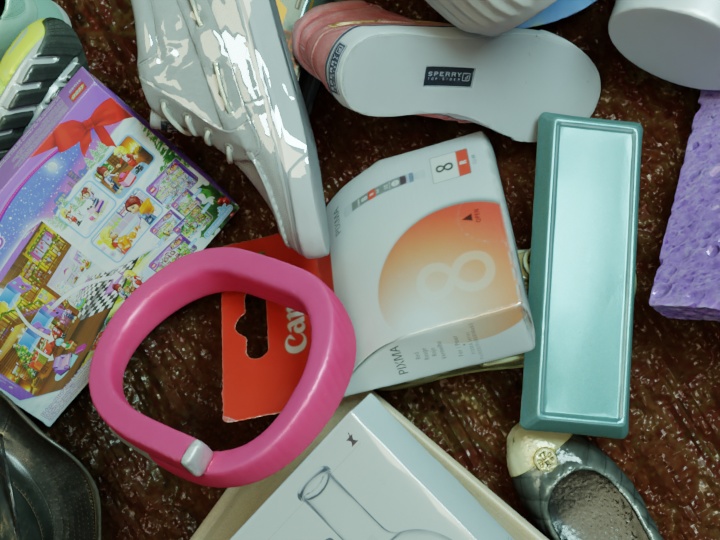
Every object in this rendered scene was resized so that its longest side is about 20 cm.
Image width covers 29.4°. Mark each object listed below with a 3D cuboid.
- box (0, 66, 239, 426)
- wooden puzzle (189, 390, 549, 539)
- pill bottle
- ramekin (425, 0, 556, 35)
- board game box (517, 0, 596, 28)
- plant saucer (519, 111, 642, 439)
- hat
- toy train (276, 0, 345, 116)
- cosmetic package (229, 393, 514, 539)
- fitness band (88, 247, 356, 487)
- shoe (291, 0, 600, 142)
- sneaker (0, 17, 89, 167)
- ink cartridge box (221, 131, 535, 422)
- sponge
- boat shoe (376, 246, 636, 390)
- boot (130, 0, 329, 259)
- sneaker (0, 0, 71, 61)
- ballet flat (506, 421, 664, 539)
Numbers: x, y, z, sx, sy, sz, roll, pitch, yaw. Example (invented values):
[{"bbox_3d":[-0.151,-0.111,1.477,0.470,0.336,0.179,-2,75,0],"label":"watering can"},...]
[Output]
[{"bbox_3d":[-0.194,-0.013,0.904,0.200,0.039,0.137,-48,124,1],"label":"box"},{"bbox_3d":[0.005,0.187,0.877,0.199,0.046,0.186,38,102,7],"label":"wooden puzzle"},{"bbox_3d":[0.230,-0.222,0.844,0.113,0.114,0.202,20,76,11],"label":"pill bottle"},{"bbox_3d":[0.097,-0.230,0.802,0.200,0.200,0.105,-43,104,2],"label":"ramekin"},{"bbox_3d":[0.100,-0.254,0.923,0.158,0.039,0.200,-44,79,2],"label":"board game box"},{"bbox_3d":[0.141,0.000,0.856,0.069,0.019,0.203,6,80,-6],"label":"plant saucer"},{"bbox_3d":[-0.268,0.166,0.884,0.198,0.081,0.203,8,114,18],"label":"hat"},{"bbox_3d":[-0.065,-0.193,0.927,0.113,0.085,0.202,17,85,-1],"label":"toy train"},{"bbox_3d":[-0.011,0.199,0.827,0.151,0.052,0.200,44,107,7],"label":"cosmetic package"},{"bbox_3d":[-0.089,0.054,0.843,0.199,0.037,0.144,17,67,46],"label":"fitness band"},{"bbox_3d":[0.055,-0.135,0.889,0.198,0.091,0.072,1,114,-28],"label":"shoe"},{"bbox_3d":[-0.256,-0.091,0.925,0.090,0.078,0.201,41,113,20],"label":"sneaker"},{"bbox_3d":[0.000,0.000,0.866,0.197,0.050,0.163,-13,45,6],"label":"ink cartridge box"},{"bbox_3d":[0.249,-0.062,0.832,0.111,0.030,0.202,1,67,42],"label":"sponge"},{"bbox_3d":[0.081,0.029,0.882,0.198,0.063,0.074,-14,82,8],"label":"boat shoe"},{"bbox_3d":[-0.084,-0.097,0.862,0.094,0.074,0.202,-14,93,4],"label":"boot"},{"bbox_3d":[-0.308,-0.148,0.938,0.199,0.118,0.074,-25,81,7],"label":"sneaker"},{"bbox_3d":[0.161,0.175,0.856,0.066,0.057,0.201,-37,79,3],"label":"ballet flat"}]
